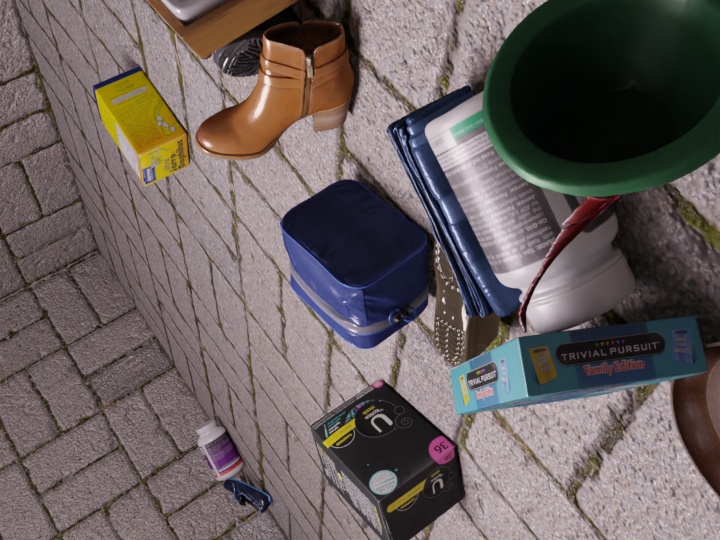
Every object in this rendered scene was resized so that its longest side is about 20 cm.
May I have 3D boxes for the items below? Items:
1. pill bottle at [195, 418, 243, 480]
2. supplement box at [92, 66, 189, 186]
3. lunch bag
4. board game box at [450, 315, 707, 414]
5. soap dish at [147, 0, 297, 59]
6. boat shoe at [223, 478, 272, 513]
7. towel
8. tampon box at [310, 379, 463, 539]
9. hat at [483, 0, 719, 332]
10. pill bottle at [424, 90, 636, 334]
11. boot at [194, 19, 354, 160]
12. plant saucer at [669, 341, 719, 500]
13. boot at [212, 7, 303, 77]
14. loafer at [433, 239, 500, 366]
[{"bbox_3d":[-0.503,0.632,2.974,0.202,0.112,0.112,63,158,-5],"label":"pill bottle"},{"bbox_3d":[-0.447,-0.295,1.717,0.201,0.109,0.109,53,157,19],"label":"supplement box"},{"bbox_3d":[0.000,0.000,1.064,0.200,0.135,0.133,42,153,35],"label":"lunch bag"},{"bbox_3d":[0.176,0.086,0.728,0.200,0.149,0.048,124,139,-73],"label":"board game box"},{"bbox_3d":[-0.142,-0.327,0.898,0.158,0.199,0.082,47,164,27],"label":"soap dish"},{"bbox_3d":[-0.399,0.771,2.880,0.198,0.069,0.085,10,146,34],"label":"boat shoe"},{"bbox_3d":[0.106,-0.064,0.783,0.048,0.111,0.202,-18,101,55],"label":"towel"},{"bbox_3d":[0.040,0.303,1.326,0.199,0.149,0.128,35,148,46],"label":"tampon box"},{"bbox_3d":[0.182,-0.084,0.599,0.176,0.197,0.168,47,-144,-54],"label":"hat"},{"bbox_3d":[0.145,-0.057,0.706,0.202,0.112,0.113,63,158,-4],"label":"pill bottle"},{"bbox_3d":[-0.104,-0.210,0.959,0.155,0.197,0.074,91,157,-64],"label":"boot"},{"bbox_3d":[0.329,0.136,0.645,0.200,0.034,0.202,48,156,29],"label":"plant saucer"},{"bbox_3d":[-0.156,-0.328,0.988,0.066,0.164,0.201,-40,78,35],"label":"boot"},{"bbox_3d":[0.122,0.008,0.906,0.076,0.067,0.202,36,133,38],"label":"loafer"}]
